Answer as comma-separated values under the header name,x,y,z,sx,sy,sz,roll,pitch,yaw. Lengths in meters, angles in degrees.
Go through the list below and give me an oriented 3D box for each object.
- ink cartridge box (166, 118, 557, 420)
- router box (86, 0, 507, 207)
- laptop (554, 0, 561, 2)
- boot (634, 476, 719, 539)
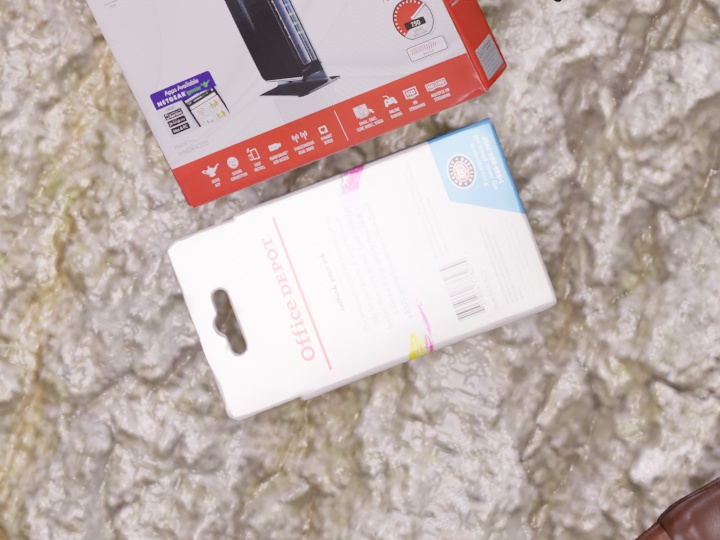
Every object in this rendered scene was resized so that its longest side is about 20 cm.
name,x,y,z,sx,sy,sz,roll,pitch,yaw
ink cartridge box,0.000,0.000,1.444,0.200,0.068,0.115,-20,92,0
router box,-0.046,-0.151,1.394,0.200,0.049,0.180,-21,104,26
laptop,0.108,-0.281,1.416,0.177,0.103,0.200,41,91,-2
boot,0.285,0.163,1.435,0.200,0.064,0.186,-39,91,-2
